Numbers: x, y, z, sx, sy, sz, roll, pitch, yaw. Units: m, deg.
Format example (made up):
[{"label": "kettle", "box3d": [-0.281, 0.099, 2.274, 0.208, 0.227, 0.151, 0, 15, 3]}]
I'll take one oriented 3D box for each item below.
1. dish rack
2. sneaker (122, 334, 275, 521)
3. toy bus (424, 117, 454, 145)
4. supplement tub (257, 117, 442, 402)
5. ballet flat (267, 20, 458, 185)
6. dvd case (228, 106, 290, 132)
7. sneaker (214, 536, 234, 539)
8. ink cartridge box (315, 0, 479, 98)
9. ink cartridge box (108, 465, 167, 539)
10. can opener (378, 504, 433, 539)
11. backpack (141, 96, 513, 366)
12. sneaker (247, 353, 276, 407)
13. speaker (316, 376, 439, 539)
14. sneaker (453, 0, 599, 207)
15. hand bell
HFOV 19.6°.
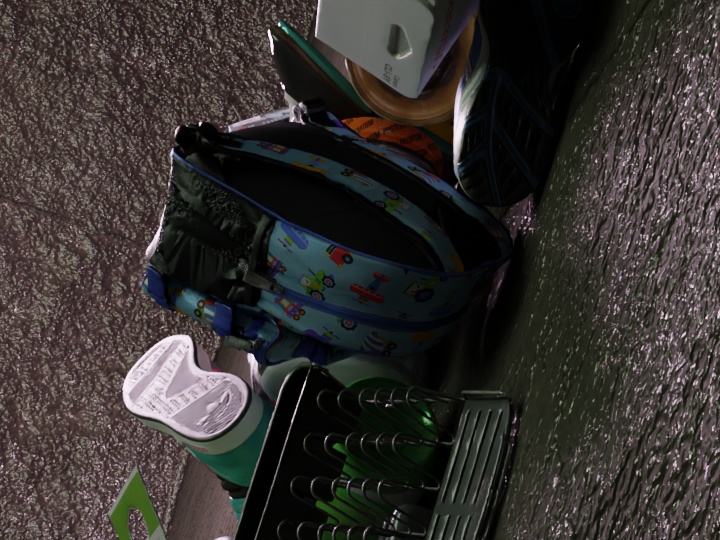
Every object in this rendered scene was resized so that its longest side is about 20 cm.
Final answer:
[{"label": "dish rack", "box3d": [0.006, 0.131, 1.195, 0.199, 0.054, 0.155, -6, 63, 57]}, {"label": "sneaker", "box3d": [-0.093, 0.119, 1.515, 0.084, 0.121, 0.200, -45, 27, -9]}, {"label": "toy bus", "box3d": [0.053, -0.134, 1.694, 0.201, 0.065, 0.079, 117, 169, -51]}, {"label": "supplement tub", "box3d": [0.000, 0.000, 1.489, 0.123, 0.121, 0.202, 120, 163, -60]}, {"label": "ballet flat", "box3d": [-0.006, -0.106, 1.574, 0.069, 0.199, 0.068, -51, 27, 9]}, {"label": "dvd case", "box3d": [-0.018, -0.142, 1.828, 0.146, 0.198, 0.022, -129, 24, -81]}, {"label": "sneaker", "box3d": [-0.092, 0.256, 1.553, 0.070, 0.108, 0.201, 57, 150, 33]}, {"label": "ink cartridge box", "box3d": [0.057, -0.230, 1.305, 0.201, 0.083, 0.145, -57, -8, -18]}, {"label": "ink cartridge box", "box3d": [-0.088, 0.223, 1.389, 0.201, 0.075, 0.148, 64, 160, 11]}, {"label": "can opener", "box3d": [-0.003, 0.232, 1.229, 0.053, 0.066, 0.201, 132, 160, -70]}, {"label": "backpack", "box3d": [-0.013, -0.009, 1.317, 0.182, 0.199, 0.136, -19, -49, -59]}, {"label": "sneaker", "box3d": [-0.043, 0.035, 1.601, 0.098, 0.070, 0.202, 121, 165, -54]}, {"label": "speaker", "box3d": [-0.012, 0.154, 1.384, 0.201, 0.088, 0.089, 116, 170, -50]}, {"label": "sneaker", "box3d": [0.096, -0.140, 1.314, 0.077, 0.075, 0.202, -168, 98, -80]}, {"label": "hand bell", "box3d": [0.029, -0.161, 1.562, 0.200, 0.103, 0.105, -146, 74, -82]}]
